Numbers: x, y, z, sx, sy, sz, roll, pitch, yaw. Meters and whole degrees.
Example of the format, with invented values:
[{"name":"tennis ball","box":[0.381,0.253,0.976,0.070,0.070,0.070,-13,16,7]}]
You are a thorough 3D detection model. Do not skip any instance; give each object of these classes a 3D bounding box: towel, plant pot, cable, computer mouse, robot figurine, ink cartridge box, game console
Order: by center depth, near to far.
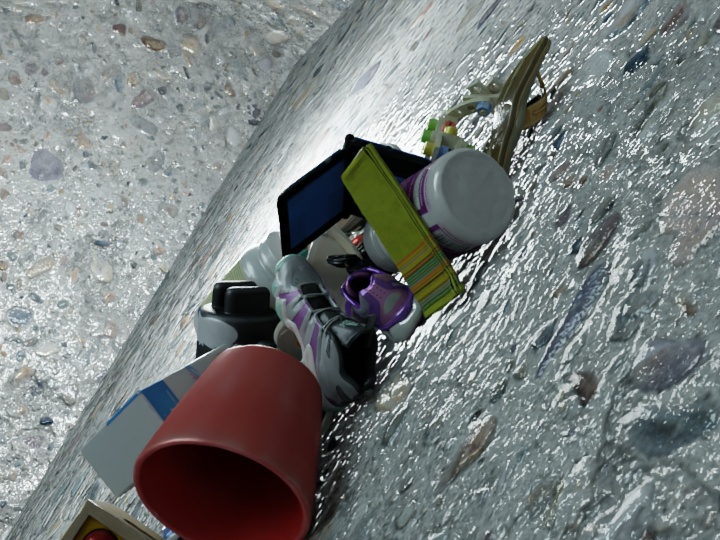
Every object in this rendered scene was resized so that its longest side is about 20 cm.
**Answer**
[{"name":"plant pot","box":[-0.132,0.193,1.166,0.200,0.200,0.178,-42,19,38]},{"name":"towel","box":[0.043,-0.043,1.177,0.018,0.200,0.086,-26,-11,-33]},{"name":"game console","box":[-0.006,-0.074,1.331,0.200,0.170,0.119,94,-165,-68]},{"name":"computer mouse","box":[0.000,0.000,1.338,0.200,0.058,0.034,11,-100,-72]},{"name":"ink cartridge box","box":[-0.249,0.195,1.366,0.145,0.085,0.200,-43,-6,29]},{"name":"cable","box":[0.030,-0.075,1.508,0.200,0.050,0.097,-52,-5,18]},{"name":"robot figurine","box":[-0.181,0.118,1.529,0.150,0.124,0.201,-58,-27,-79]}]

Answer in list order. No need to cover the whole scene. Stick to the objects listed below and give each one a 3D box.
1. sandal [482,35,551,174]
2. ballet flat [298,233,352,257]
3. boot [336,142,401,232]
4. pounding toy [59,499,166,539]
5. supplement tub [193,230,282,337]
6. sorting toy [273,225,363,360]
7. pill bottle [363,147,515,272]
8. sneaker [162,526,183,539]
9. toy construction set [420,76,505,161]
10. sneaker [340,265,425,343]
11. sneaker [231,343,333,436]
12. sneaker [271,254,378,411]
[{"name":"sandal","box":[0.202,-0.193,1.282,0.080,0.054,0.200,165,124,-75]},{"name":"ballet flat","box":[-0.079,-0.026,1.585,0.200,0.062,0.068,-19,-51,-58]},{"name":"boot","box":[0.024,-0.121,1.549,0.200,0.090,0.073,-39,57,43]},{"name":"pounding toy","box":[-0.289,0.393,1.277,0.184,0.200,0.142,-58,-13,-11]},{"name":"supplement tub","box":[-0.159,0.049,1.653,0.200,0.145,0.145,-48,17,23]},{"name":"sorting toy","box":[-0.070,0.065,1.466,0.180,0.107,0.200,-51,15,44]},{"name":"pill bottle","box":[0.085,-0.062,1.224,0.200,0.112,0.112,-27,31,58]},{"name":"sneaker","box":[-0.251,0.314,1.496,0.076,0.077,0.200,-38,24,42]},{"name":"toy construction set","box":[0.125,-0.181,1.395,0.200,0.092,0.131,-56,-11,-35]},{"name":"sneaker","box":[0.013,0.032,1.286,0.081,0.088,0.200,-58,15,-8]},{"name":"sneaker","box":[-0.112,0.152,1.318,0.200,0.084,0.075,28,86,51]},{"name":"sneaker","box":[-0.028,0.061,1.222,0.078,0.200,0.140,-17,-6,-36]}]
